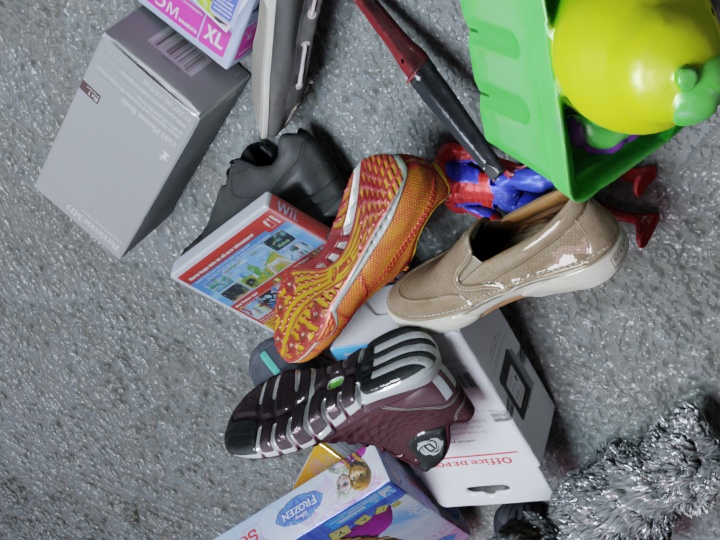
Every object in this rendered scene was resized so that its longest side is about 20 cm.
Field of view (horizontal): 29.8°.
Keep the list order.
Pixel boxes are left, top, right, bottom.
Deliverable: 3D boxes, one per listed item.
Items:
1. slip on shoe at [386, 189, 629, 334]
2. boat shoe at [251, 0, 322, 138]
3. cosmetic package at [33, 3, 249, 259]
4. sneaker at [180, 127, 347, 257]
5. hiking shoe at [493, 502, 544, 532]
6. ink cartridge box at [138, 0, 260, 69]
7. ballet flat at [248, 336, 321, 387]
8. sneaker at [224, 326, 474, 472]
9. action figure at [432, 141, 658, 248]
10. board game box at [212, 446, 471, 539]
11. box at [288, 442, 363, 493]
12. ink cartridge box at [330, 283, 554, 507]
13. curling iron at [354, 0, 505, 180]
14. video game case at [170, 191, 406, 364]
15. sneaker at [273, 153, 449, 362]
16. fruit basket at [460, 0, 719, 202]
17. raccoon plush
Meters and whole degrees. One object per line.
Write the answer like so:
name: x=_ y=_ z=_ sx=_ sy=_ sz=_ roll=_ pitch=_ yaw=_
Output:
slip on shoe: x=0.090 y=-0.009 z=0.945 sx=0.199 sy=0.076 sz=0.061 roll=-14 pitch=130 yaw=43
boat shoe: x=-0.048 y=-0.172 z=0.994 sx=0.056 sy=0.067 sz=0.201 roll=-5 pitch=142 yaw=-11
cosmetic package: x=-0.185 y=-0.115 z=1.127 sx=0.107 sy=0.090 sz=0.200 roll=38 pitch=132 yaw=2
sneaker: x=-0.085 y=-0.054 z=1.119 sx=0.199 sy=0.076 sz=0.091 roll=-27 pitch=92 yaw=39
hiking shoe: x=0.144 y=0.288 z=1.184 sx=0.100 sy=0.076 sz=0.201 roll=-9 pitch=115 yaw=36
ink cartridge box: x=-0.106 y=-0.260 z=0.999 sx=0.119 sy=0.042 sz=0.201 roll=38 pitch=133 yaw=7
ballet flat: x=-0.060 y=0.095 z=1.158 sx=0.073 sy=0.073 sz=0.200 roll=33 pitch=171 yaw=11
sneaker: x=-0.002 y=0.124 z=1.022 sx=0.199 sy=0.076 sz=0.116 roll=-22 pitch=127 yaw=32
action figure: x=0.113 y=-0.058 z=0.981 sx=0.198 sy=0.052 sz=0.066 roll=10 pitch=131 yaw=33
board game box: x=-0.027 y=0.237 z=1.146 sx=0.199 sy=0.199 sz=0.041 roll=-33 pitch=58 yaw=10
box: x=-0.024 y=0.182 z=1.199 sx=0.041 sy=0.119 sz=0.201 roll=34 pitch=135 yaw=10
ink cartridge box: x=0.076 y=0.099 z=1.076 sx=0.115 sy=0.067 sz=0.201 roll=-9 pitch=130 yaw=31
curling iron: x=0.039 y=-0.148 z=0.949 sx=0.201 sy=0.025 sz=0.050 roll=59 pitch=165 yaw=5
video game case: x=-0.036 y=0.018 z=1.097 sx=0.199 sy=0.018 sz=0.143 roll=30 pitch=141 yaw=-26
sneaker: x=0.000 y=0.000 z=1.004 sx=0.200 sy=0.077 sz=0.073 roll=-51 pitch=50 yaw=31
fruit basket: x=0.156 y=-0.147 z=0.805 sx=0.215 sy=0.155 sz=0.217 roll=33 pitch=141 yaw=32
raccoon plush: x=0.191 y=0.180 z=1.001 sx=0.097 sy=0.199 sz=0.134 roll=50 pitch=150 yaw=12
